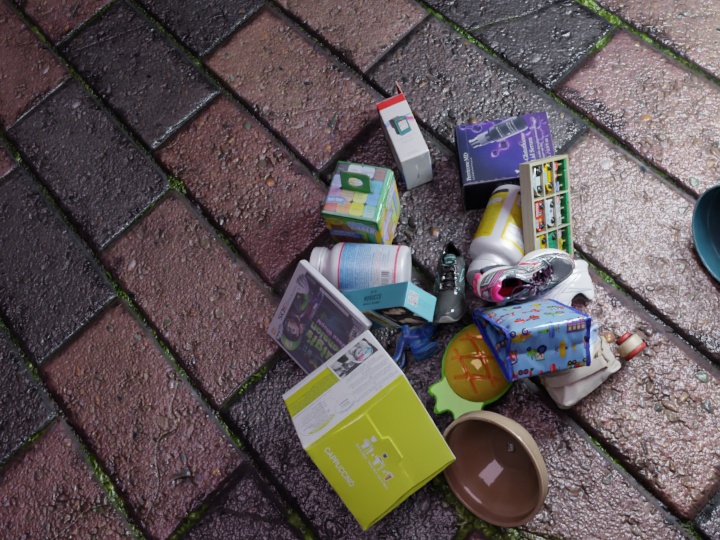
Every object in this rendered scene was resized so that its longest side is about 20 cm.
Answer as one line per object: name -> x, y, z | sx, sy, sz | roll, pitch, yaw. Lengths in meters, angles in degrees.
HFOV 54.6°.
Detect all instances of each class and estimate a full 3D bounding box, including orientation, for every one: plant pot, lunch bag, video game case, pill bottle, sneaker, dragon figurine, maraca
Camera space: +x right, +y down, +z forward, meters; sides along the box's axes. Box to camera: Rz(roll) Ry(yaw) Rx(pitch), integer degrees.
plant pot -> 0.743, -0.085, 1.257 | 0.184, 0.201, 0.203 | -19, 63, -15
lunch bag -> 0.291, 0.095, 1.222 | 0.147, 0.096, 0.200 | -9, 22, -6
video game case -> -0.085, 0.113, 1.364 | 0.199, 0.023, 0.184 | 41, 119, 24
pill bottle -> 0.276, -0.058, 1.360 | 0.109, 0.112, 0.202 | 18, 62, 18
sneaker -> 0.356, 0.048, 1.336 | 0.196, 0.075, 0.089 | -21, 70, 3
dragon figurine -> 0.122, 0.136, 1.350 | 0.196, 0.059, 0.101 | -20, 64, 2
sneaker -> 0.304, 0.019, 1.260 | 0.196, 0.075, 0.082 | -18, 107, -14
sneaker -> 0.166, 0.021, 1.335 | 0.074, 0.081, 0.202 | -5, 33, 14
maraca -> 0.208, 0.189, 1.282 | 0.136, 0.107, 0.202 | 30, 76, 20
pill bottle -> 0.000, 0.000, 1.408 | 0.195, 0.109, 0.111 | 4, 67, 13
plant pot -> 0.242, 0.326, 1.201 | 0.200, 0.204, 0.092 | 40, 39, 24

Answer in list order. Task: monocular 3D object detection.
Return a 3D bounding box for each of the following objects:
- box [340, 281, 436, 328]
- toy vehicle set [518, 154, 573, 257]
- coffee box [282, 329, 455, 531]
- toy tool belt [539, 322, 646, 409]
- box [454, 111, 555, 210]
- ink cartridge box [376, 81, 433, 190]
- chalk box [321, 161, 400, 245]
box -> 0.044, 0.070, 1.328 | 0.198, 0.082, 0.050 | -12, 57, 48
toy vehicle set -> 0.356, -0.111, 1.328 | 0.123, 0.205, 0.026 | -18, 17, -38
coffee box -> 0.009, 0.268, 1.196 | 0.198, 0.202, 0.198 | -35, 23, -5
toy tool belt -> 0.400, 0.147, 1.255 | 0.198, 0.125, 0.124 | -36, 73, -6
box -> 0.300, -0.226, 1.448 | 0.195, 0.105, 0.151 | -8, 66, 7
ink cartridge box -> 0.091, -0.294, 1.514 | 0.066, 0.117, 0.203 | -21, 63, 2
chalk box -> 0.002, -0.132, 1.414 | 0.122, 0.201, 0.126 | 11, 69, 16
